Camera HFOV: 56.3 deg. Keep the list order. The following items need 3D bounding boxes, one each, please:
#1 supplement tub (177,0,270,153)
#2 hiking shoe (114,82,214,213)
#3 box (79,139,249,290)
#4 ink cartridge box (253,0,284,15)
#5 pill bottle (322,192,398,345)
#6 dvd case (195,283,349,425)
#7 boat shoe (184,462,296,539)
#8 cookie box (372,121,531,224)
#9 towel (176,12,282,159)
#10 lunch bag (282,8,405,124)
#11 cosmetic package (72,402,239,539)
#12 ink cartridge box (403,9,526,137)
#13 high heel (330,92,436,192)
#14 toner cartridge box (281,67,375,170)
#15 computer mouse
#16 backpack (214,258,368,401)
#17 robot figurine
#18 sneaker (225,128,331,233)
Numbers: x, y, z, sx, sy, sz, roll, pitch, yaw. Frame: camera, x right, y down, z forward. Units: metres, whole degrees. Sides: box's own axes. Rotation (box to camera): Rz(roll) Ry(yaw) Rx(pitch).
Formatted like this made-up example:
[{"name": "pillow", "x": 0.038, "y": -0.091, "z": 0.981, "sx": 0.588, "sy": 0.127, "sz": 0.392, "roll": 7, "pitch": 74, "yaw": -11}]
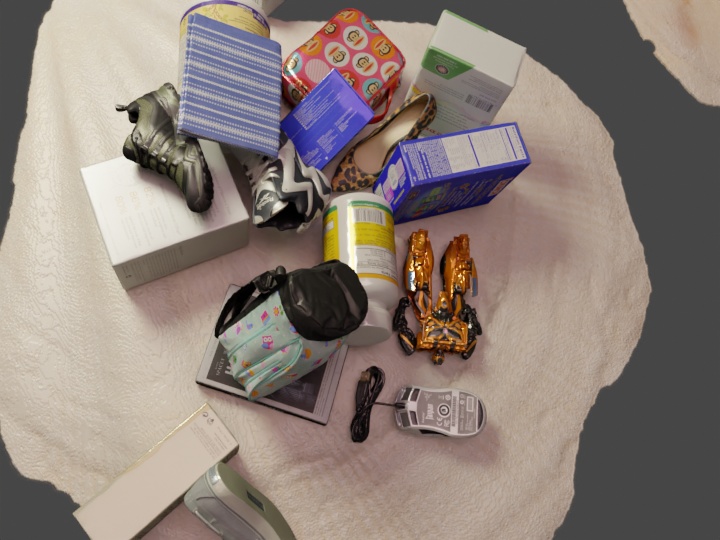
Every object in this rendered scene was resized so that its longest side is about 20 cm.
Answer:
[{"name": "supplement tub", "x": -0.209, "y": -0.302, "z": 1.040, "sx": 0.142, "sy": 0.146, "sz": 0.205, "roll": 0, "pitch": 71, "yaw": -12}, {"name": "hiking shoe", "x": -0.264, "y": -0.154, "z": 0.910, "sx": 0.099, "sy": 0.076, "sz": 0.203, "roll": -22, "pitch": 67, "yaw": -9}, {"name": "box", "x": -0.277, "y": -0.088, "z": 0.973, "sx": 0.196, "sy": 0.107, "sz": 0.155, "roll": -20, "pitch": 76, "yaw": -17}, {"name": "ink cartridge box", "x": -0.196, "y": -0.558, "z": 1.162, "sx": 0.199, "sy": 0.085, "sz": 0.145, "roll": 41, "pitch": 68, "yaw": 2}, {"name": "pill bottle", "x": 0.000, "y": 0.000, "z": 0.991, "sx": 0.110, "sy": 0.113, "sz": 0.204, "roll": 2, "pitch": 65, "yaw": -11}, {"name": "dvd case", "x": -0.121, "y": 0.121, "z": 0.980, "sx": 0.196, "sy": 0.025, "sz": 0.153, "roll": 19, "pitch": 68, "yaw": -6}, {"name": "boat shoe", "x": -0.147, "y": 0.325, "z": 0.855, "sx": 0.071, "sy": 0.070, "sz": 0.202, "roll": -34, "pitch": 119, "yaw": 1}, {"name": "cookie box", "x": 0.136, "y": -0.147, "z": 1.049, "sx": 0.196, "sy": 0.171, "sz": 0.077, "roll": -13, "pitch": 77, "yaw": -17}, {"name": "towel", "x": -0.178, "y": -0.256, "z": 0.935, "sx": 0.142, "sy": 0.024, "sz": 0.204, "roll": 11, "pitch": 63, "yaw": -26}, {"name": "lunch bag", "x": -0.020, "y": -0.318, "z": 1.119, "sx": 0.176, "sy": 0.082, "sz": 0.200, "roll": 43, "pitch": 68, "yaw": 4}, {"name": "cosmetic package", "x": -0.252, "y": 0.268, "z": 0.860, "sx": 0.199, "sy": 0.104, "sz": 0.073, "roll": -38, "pitch": 81, "yaw": -22}, {"name": "ink cartridge box", "x": 0.156, "y": -0.295, "z": 1.087, "sx": 0.143, "sy": 0.201, "sz": 0.089, "roll": 23, "pitch": 65, "yaw": -2}, {"name": "high heel", "x": 0.033, "y": -0.204, "z": 1.059, "sx": 0.199, "sy": 0.143, "sz": 0.072, "roll": -38, "pitch": 82, "yaw": -21}, {"name": "toner cartridge box", "x": -0.079, "y": -0.203, "z": 1.038, "sx": 0.200, "sy": 0.043, "sz": 0.095, "roll": -43, "pitch": 94, "yaw": 4}, {"name": "computer mouse", "x": 0.086, "y": 0.208, "z": 0.987, "sx": 0.195, "sy": 0.044, "sz": 0.112, "roll": 10, "pitch": 65, "yaw": -3}, {"name": "backpack", "x": -0.099, "y": 0.080, "z": 0.883, "sx": 0.165, "sy": 0.199, "sz": 0.129, "roll": 0, "pitch": 61, "yaw": -53}, {"name": "robot figurine", "x": 0.121, "y": 0.042, "z": 1.040, "sx": 0.141, "sy": 0.058, "sz": 0.205, "roll": 5, "pitch": 70, "yaw": -9}, {"name": "sneaker", "x": -0.134, "y": -0.128, "z": 0.945, "sx": 0.199, "sy": 0.079, "sz": 0.131, "roll": 45, "pitch": 35, "yaw": -21}]
